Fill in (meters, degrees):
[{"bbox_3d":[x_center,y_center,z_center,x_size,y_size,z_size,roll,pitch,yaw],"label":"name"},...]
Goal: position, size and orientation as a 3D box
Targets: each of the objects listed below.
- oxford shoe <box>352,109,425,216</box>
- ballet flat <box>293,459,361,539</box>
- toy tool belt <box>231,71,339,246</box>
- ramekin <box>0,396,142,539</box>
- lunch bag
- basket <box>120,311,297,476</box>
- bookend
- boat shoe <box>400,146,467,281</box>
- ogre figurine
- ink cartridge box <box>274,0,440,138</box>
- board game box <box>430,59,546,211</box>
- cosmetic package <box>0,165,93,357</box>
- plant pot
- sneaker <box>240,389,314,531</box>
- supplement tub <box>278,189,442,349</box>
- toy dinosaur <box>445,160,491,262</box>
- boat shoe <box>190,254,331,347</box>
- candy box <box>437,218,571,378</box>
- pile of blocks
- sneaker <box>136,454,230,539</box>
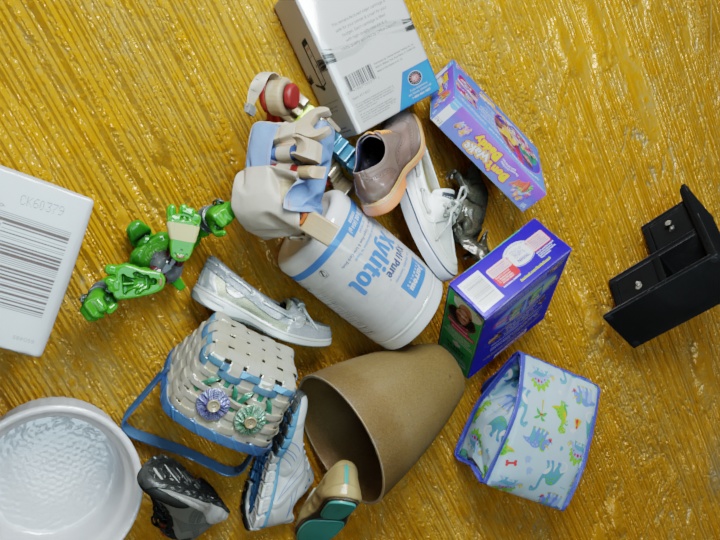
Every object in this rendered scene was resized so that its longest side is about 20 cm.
[{"bbox_3d":[0.037,-0.164,0.921,0.073,0.071,0.201,58,34,-36],"label":"oxford shoe"},{"bbox_3d":[-0.042,0.315,0.941,0.068,0.201,0.064,13,51,-16],"label":"ballet flat"},{"bbox_3d":[-0.070,-0.132,0.828,0.121,0.125,0.203,6,85,20],"label":"toy tool belt"},{"bbox_3d":[-0.363,0.247,0.816,0.198,0.097,0.203,-2,95,-24],"label":"ramekin"},{"bbox_3d":[0.266,0.240,1.077,0.169,0.127,0.202,23,95,-23],"label":"lunch bag"},{"bbox_3d":[-0.185,0.166,0.876,0.175,0.140,0.201,27,118,-22],"label":"basket"},{"bbox_3d":[0.504,-0.009,1.165,0.092,0.198,0.201,39,35,-21],"label":"bookend"},{"bbox_3d":[0.109,-0.091,0.966,0.074,0.085,0.204,12,55,-61],"label":"boat shoe"},{"bbox_3d":[-0.245,-0.014,0.835,0.098,0.120,0.201,35,79,-18],"label":"ogre figurine"},{"bbox_3d":[-0.004,-0.301,0.936,0.145,0.084,0.202,-31,105,-19],"label":"ink cartridge box"},{"bbox_3d":[0.184,-0.196,1.004,0.200,0.135,0.045,40,122,-21],"label":"board game box"},{"bbox_3d":[-0.388,-0.026,0.727,0.163,0.200,0.167,20,87,-24],"label":"cosmetic package"},{"bbox_3d":[0.045,0.187,0.961,0.199,0.186,0.189,-25,104,-32],"label":"plant pot"},{"bbox_3d":[-0.099,0.258,0.953,0.086,0.075,0.202,12,100,-32],"label":"sneaker"},{"bbox_3d":[0.000,0.000,0.938,0.199,0.132,0.133,38,80,-21],"label":"supplement tub"},{"bbox_3d":[0.157,-0.094,1.040,0.102,0.076,0.203,12,72,-43],"label":"toy dinosaur"},{"bbox_3d":[-0.122,0.047,0.921,0.200,0.074,0.065,25,89,-16],"label":"boat shoe"},{"bbox_3d":[0.201,0.046,0.997,0.168,0.201,0.077,-35,63,-19],"label":"candy box"},{"bbox_3d":[-0.056,-0.158,0.926,0.200,0.082,0.062,43,77,-21],"label":"pile of blocks"},{"bbox_3d":[-0.223,0.288,0.846,0.079,0.074,0.201,-41,150,-16],"label":"sneaker"}]
